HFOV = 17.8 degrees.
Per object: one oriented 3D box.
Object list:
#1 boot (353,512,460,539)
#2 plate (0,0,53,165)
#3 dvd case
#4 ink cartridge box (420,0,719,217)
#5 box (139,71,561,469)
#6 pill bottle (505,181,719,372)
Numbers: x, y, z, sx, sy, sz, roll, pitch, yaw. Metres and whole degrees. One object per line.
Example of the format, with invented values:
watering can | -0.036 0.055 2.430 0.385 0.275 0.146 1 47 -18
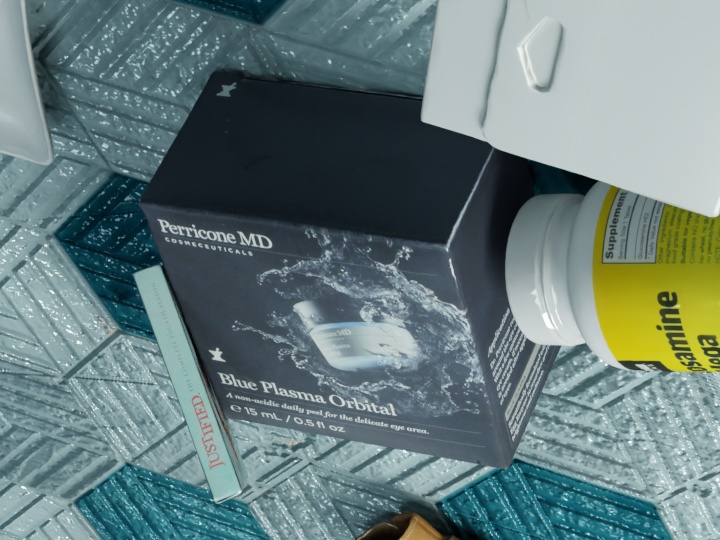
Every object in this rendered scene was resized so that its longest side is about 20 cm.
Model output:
boot | 0.043 0.258 1.689 0.155 0.077 0.200 35 141 -15
plate | -0.281 -0.163 1.401 0.199 0.032 0.200 16 144 14
dvd case | -0.104 0.071 1.442 0.200 0.022 0.146 96 154 -87
ink cartridge box | 0.129 -0.154 1.008 0.144 0.200 0.146 20 145 9
box | 0.000 0.000 1.359 0.196 0.118 0.200 8 140 24
pill bottle | 0.185 -0.001 1.244 0.199 0.113 0.113 0 137 33
